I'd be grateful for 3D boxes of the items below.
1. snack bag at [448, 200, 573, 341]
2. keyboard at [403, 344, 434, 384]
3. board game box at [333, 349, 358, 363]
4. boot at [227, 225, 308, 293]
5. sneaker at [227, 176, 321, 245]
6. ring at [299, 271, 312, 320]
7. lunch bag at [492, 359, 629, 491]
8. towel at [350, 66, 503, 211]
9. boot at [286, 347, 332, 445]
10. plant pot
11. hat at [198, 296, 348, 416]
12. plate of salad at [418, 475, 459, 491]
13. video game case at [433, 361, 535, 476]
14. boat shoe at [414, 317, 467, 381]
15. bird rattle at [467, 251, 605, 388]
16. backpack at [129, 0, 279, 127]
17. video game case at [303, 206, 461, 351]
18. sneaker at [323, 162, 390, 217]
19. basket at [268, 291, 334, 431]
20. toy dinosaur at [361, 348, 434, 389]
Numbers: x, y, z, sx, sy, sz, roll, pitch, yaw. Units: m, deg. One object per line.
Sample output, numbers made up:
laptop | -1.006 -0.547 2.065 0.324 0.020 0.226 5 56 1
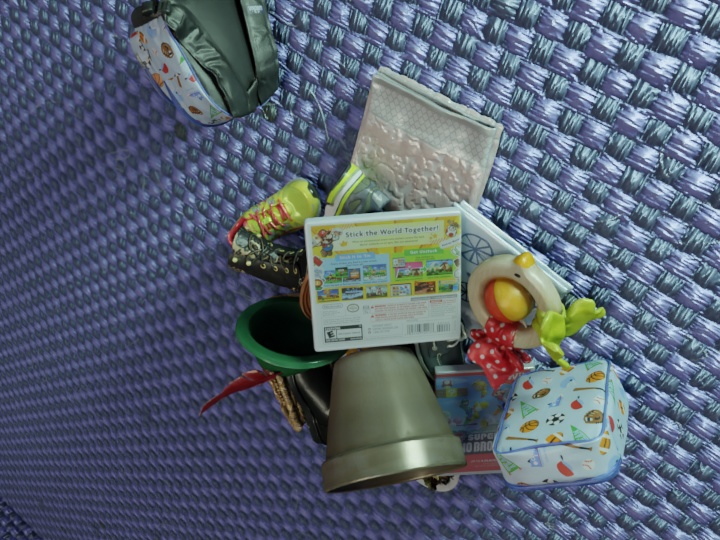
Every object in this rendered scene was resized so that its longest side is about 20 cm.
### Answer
snack bag | 0.163 0.020 0.954 0.188 0.021 0.200 37 140 5
keyboard | 0.127 0.192 1.097 0.201 0.040 0.104 58 148 4
board game box | -0.034 0.122 1.150 0.095 0.030 0.201 21 133 62
boot | -0.120 -0.018 1.033 0.150 0.074 0.200 21 168 -3
sneaker | -0.141 -0.080 1.109 0.200 0.090 0.078 -29 94 43
ring | 0.000 0.000 0.977 0.019 0.200 0.201 51 138 32
lunch bag | 0.252 0.192 0.881 0.160 0.200 0.076 -19 104 30
towel | 0.079 -0.149 0.935 0.200 0.032 0.192 32 131 22
boot | -0.020 0.205 1.101 0.162 0.073 0.199 -5 112 34
plant pot | 0.034 0.205 0.966 0.200 0.199 0.174 -33 59 44
hat | -0.118 0.154 1.064 0.199 0.166 0.177 22 123 21
plate of salad | 0.082 0.286 1.150 0.200 0.048 0.201 32 136 36
video game case | 0.179 0.223 1.023 0.142 0.017 0.201 -3 118 0
boat shoe | 0.116 0.087 0.980 0.062 0.073 0.201 -1 120 44
bird rattle | 0.204 0.054 0.891 0.164 0.112 0.200 61 151 -5
backpack | -0.215 -0.303 0.981 0.154 0.200 0.191 -12 114 47
video game case | 0.032 0.013 0.902 0.199 0.023 0.183 -4 112 -4
sneaker | -0.012 -0.066 1.007 0.081 0.074 0.200 35 152 9
basket | -0.140 0.155 1.203 0.142 0.149 0.201 -4 112 40
toy dinosaur | 0.028 0.131 1.090 0.200 0.060 0.107 36 135 32
